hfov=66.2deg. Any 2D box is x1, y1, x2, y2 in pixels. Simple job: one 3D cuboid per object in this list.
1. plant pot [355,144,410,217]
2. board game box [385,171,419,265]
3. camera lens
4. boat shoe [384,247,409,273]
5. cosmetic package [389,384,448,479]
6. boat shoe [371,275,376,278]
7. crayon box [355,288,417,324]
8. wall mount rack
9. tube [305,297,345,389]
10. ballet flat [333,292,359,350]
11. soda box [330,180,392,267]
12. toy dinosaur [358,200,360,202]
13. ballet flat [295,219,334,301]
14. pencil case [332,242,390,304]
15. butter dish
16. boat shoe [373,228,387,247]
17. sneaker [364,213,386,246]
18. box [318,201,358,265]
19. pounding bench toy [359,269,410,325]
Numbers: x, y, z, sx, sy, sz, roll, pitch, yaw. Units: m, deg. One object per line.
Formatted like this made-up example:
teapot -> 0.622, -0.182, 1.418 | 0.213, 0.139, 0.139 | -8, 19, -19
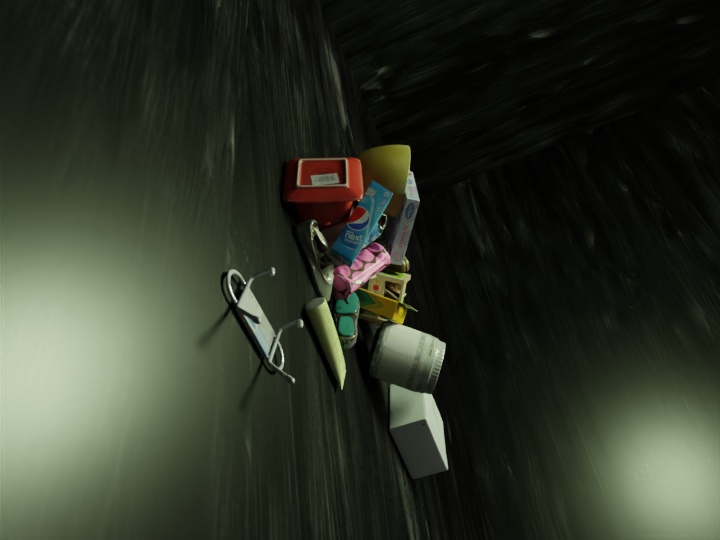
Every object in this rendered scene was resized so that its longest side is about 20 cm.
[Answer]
plant pot -> 0.050, -0.266, 1.563 | 0.200, 0.137, 0.207 | -169, -90, -83
board game box -> 0.118, -0.155, 1.590 | 0.202, 0.040, 0.204 | -91, -167, -58
camera lens -> 0.124, 0.242, 1.539 | 0.160, 0.194, 0.165 | 18, 90, -84
boat shoe -> 0.067, -0.031, 1.671 | 0.198, 0.067, 0.074 | 27, -47, 51
cosmetic package -> 0.172, 0.469, 1.660 | 0.201, 0.120, 0.203 | -84, 153, -65
boat shoe -> -0.005, -0.039, 1.602 | 0.200, 0.072, 0.068 | -121, -150, -62
crayon box -> 0.050, 0.096, 1.516 | 0.053, 0.195, 0.126 | -70, 160, -5
wall mount rack -> -0.152, 0.091, 0.903 | 0.175, 0.073, 0.204 | -85, 153, -61
tube -> -0.069, 0.162, 1.236 | 0.058, 0.051, 0.205 | -34, 114, -34
ballet flat -> -0.038, 0.131, 1.396 | 0.202, 0.070, 0.073 | -86, 154, -59
soda box -> 0.002, -0.114, 1.356 | 0.063, 0.203, 0.068 | 30, -12, 1
toy dinosaur -> -0.009, -0.145, 1.740 | 0.100, 0.204, 0.135 | 28, 15, 11
ballet flat -> -0.096, -0.024, 1.330 | 0.067, 0.062, 0.205 | -52, 123, -69
pencil case -> 0.000, 0.000, 1.452 | 0.199, 0.092, 0.092 | -39, 106, -40
butter dish -> -0.092, -0.183, 1.391 | 0.202, 0.193, 0.151 | -94, -177, -50
boat shoe -> 0.046, -0.107, 1.647 | 0.202, 0.061, 0.074 | -89, 157, -54
sneaker -> 0.034, -0.123, 1.482 | 0.201, 0.088, 0.080 | -85, 152, -64
box -> -0.059, -0.142, 1.557 | 0.128, 0.106, 0.205 | 51, 23, -57
pounding bench toy -> 0.037, 0.077, 1.664 | 0.124, 0.194, 0.161 | -26, 128, -75
